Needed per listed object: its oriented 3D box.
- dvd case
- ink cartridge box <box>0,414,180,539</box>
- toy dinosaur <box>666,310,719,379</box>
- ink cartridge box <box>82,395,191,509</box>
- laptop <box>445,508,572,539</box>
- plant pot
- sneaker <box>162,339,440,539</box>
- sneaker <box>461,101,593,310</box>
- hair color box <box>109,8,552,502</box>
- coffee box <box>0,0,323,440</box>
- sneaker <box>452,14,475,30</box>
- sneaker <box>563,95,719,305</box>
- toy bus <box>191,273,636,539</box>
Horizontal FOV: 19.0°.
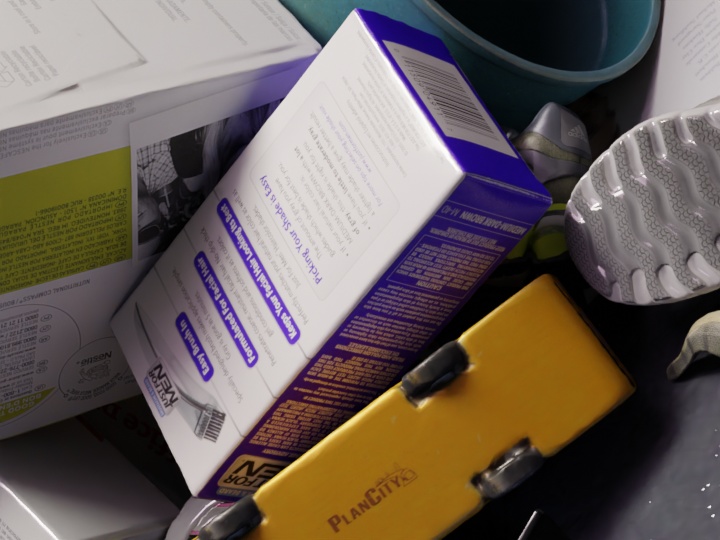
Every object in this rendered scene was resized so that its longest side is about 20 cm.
[{"bbox_3d":[0.141,-0.074,1.020,0.143,0.018,0.200,-44,27,20],"label":"dvd case"},{"bbox_3d":[-0.190,0.167,1.079,0.144,0.084,0.200,40,118,30],"label":"ink cartridge box"},{"bbox_3d":[0.178,0.018,0.815,0.088,0.047,0.200,-63,22,-2],"label":"toy dinosaur"},{"bbox_3d":[-0.150,0.035,1.240,0.145,0.145,0.200,-21,41,49],"label":"ink cartridge box"},{"bbox_3d":[0.011,0.172,0.841,0.177,0.103,0.200,-58,25,-9],"label":"laptop"},{"bbox_3d":[0.014,-0.130,1.079,0.188,0.200,0.200,-40,28,41],"label":"plant pot"},{"bbox_3d":[-0.022,0.119,1.000,0.200,0.080,0.086,-55,34,10],"label":"sneaker"},{"bbox_3d":[0.046,-0.028,1.012,0.200,0.074,0.081,-7,72,51],"label":"sneaker"},{"bbox_3d":[-0.018,-0.002,0.947,0.200,0.065,0.109,-49,51,24],"label":"hair color box"},{"bbox_3d":[-0.165,-0.061,1.035,0.200,0.200,0.198,49,143,35],"label":"coffee box"},{"bbox_3d":[0.009,-0.107,1.233,0.200,0.073,0.077,-14,9,37],"label":"sneaker"},{"bbox_3d":[0.175,-0.046,0.878,0.200,0.082,0.075,-31,78,28],"label":"sneaker"},{"bbox_3d":[0.019,0.084,0.911,0.200,0.065,0.078,-38,-4,6],"label":"toy bus"}]
